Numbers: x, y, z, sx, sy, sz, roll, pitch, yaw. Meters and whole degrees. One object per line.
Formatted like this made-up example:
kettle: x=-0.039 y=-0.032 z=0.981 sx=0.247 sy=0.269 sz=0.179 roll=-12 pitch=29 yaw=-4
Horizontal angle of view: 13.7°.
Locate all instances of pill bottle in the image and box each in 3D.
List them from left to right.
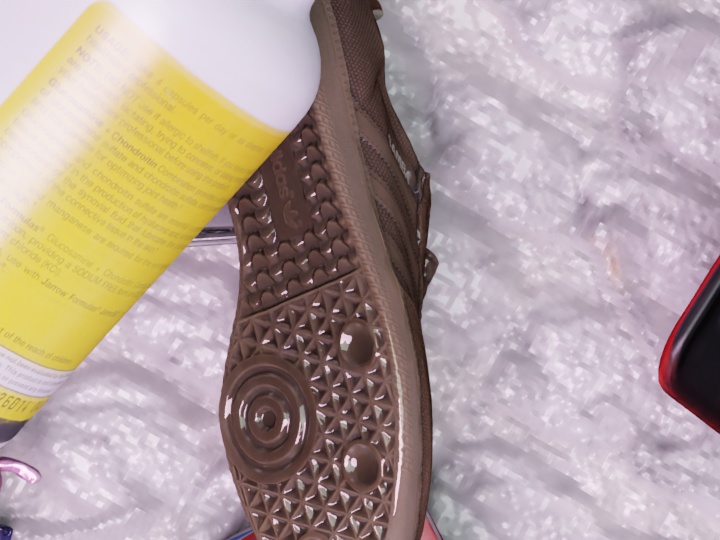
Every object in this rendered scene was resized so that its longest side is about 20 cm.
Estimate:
pill bottle: x=-0.083 y=-0.052 z=0.848 sx=0.112 sy=0.112 sz=0.200 roll=42 pitch=99 yaw=-6

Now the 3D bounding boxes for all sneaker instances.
sneaker: x=0.000 y=0.000 z=0.915 sx=0.070 sy=0.075 sz=0.201 roll=-11 pitch=85 yaw=36

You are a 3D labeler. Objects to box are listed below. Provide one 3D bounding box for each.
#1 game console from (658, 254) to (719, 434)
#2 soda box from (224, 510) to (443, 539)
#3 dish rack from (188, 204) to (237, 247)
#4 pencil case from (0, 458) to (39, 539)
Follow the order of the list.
game console: x=0.202 y=-0.009 z=0.943 sx=0.172 sy=0.119 sz=0.200 roll=33 pitch=90 yaw=-6
soda box: x=-0.062 y=0.134 z=0.949 sx=0.200 sy=0.070 sz=0.064 roll=-27 pitch=96 yaw=-5
dish rack: x=-0.111 y=-0.072 z=0.942 sx=0.199 sy=0.055 sz=0.154 roll=-3 pitch=94 yaw=-6
pencil case: x=-0.204 y=0.059 z=0.917 sx=0.200 sy=0.087 sz=0.088 roll=22 pitch=91 yaw=-7
